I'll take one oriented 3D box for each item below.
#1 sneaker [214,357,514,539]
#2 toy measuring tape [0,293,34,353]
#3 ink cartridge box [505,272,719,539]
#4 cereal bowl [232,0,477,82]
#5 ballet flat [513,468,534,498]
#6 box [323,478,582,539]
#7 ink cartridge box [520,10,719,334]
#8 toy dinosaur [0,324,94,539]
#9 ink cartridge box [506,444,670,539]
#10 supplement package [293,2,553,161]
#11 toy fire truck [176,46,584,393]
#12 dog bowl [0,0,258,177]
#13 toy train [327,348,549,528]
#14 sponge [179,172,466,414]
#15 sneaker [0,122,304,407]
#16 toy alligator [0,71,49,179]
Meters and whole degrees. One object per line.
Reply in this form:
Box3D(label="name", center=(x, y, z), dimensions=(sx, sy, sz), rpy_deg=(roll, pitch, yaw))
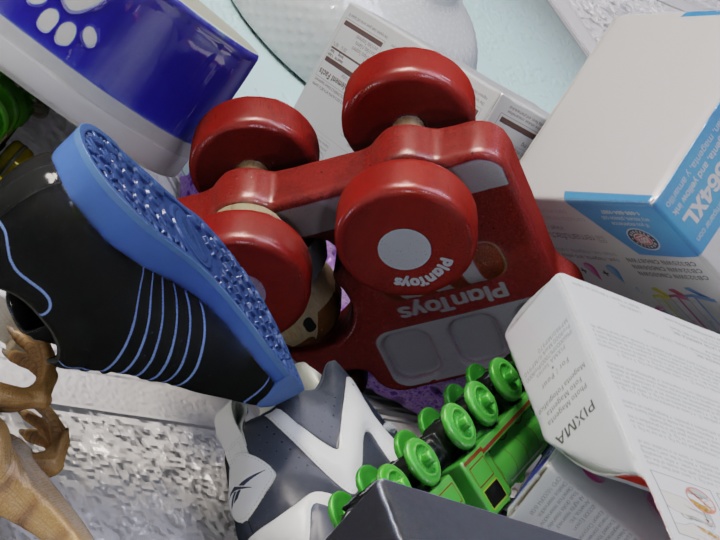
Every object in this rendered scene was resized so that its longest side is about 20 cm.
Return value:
Box3D(label="sneaker", center=(0.007, 0.095, 1.020), dimensions=(0.198, 0.080, 0.130), rpy_deg=(-2, 57, -42))
Box3D(label="toy measuring tape", center=(-0.213, -0.042, 0.940), dimensions=(0.199, 0.074, 0.074), rpy_deg=(38, 26, -8))
Box3D(label="ink cartridge box", center=(0.161, 0.099, 0.942), dimensions=(0.162, 0.057, 0.201), rpy_deg=(20, 36, -28))
Box3D(label="cereal bowl", center=(0.005, -0.189, 1.462), dimensions=(0.199, 0.083, 0.201), rpy_deg=(33, 26, -18))
Box3D(label="ballet flat", center=(0.129, 0.132, 1.171), dimensions=(0.199, 0.069, 0.070), rpy_deg=(18, 34, -48))
Box3D(label="box", center=(0.037, 0.198, 0.766), dimensions=(0.199, 0.199, 0.124), rpy_deg=(21, 32, -38))
Box3D(label="ink cartridge box", center=(0.197, -0.021, 1.099), dimensions=(0.200, 0.126, 0.128), rpy_deg=(44, -20, -26))
Box3D(label="toy dinosaur", center=(-0.150, 0.078, 0.871), dimensions=(0.199, 0.061, 0.106), rpy_deg=(35, 37, 8))
Box3D(label="ink cartridge box", center=(0.180, 0.127, 1.015), dimensions=(0.199, 0.043, 0.196), rpy_deg=(37, 26, 4))
Box3D(label="supplement package", center=(0.066, -0.049, 1.221), dimensions=(0.155, 0.111, 0.200), rpy_deg=(26, 8, -31))
Box3D(label="toy fire truck", center=(0.000, 0.000, 1.049), dimensions=(0.113, 0.198, 0.169), rpy_deg=(-88, 157, -49))
Box3D(label="dog bowl", center=(-0.151, -0.139, 1.091), dimensions=(0.200, 0.079, 0.200), rpy_deg=(37, 5, -4))
Box3D(label="toy train", center=(0.046, 0.087, 0.965), dimensions=(0.057, 0.042, 0.200), rpy_deg=(57, 30, -2))
Box3D(label="sponge", center=(-0.010, 0.015, 1.182), dimensions=(0.199, 0.030, 0.112), rpy_deg=(29, 28, -26))
Box3D(label="sneaker", center=(-0.096, 0.013, 0.900), dimensions=(0.200, 0.078, 0.070), rpy_deg=(48, 12, -51))
Box3D(label="toy alligator", center=(-0.182, -0.075, 1.048), dimensions=(0.059, 0.054, 0.200), rpy_deg=(40, 25, -4))
